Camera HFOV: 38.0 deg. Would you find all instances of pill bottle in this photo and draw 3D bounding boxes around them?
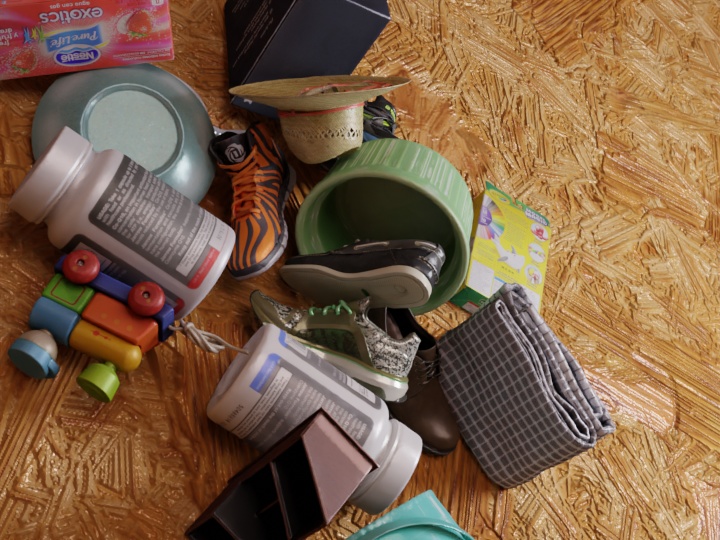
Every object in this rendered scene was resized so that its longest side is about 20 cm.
[{"bbox_3d":[-0.044,0.153,1.053,0.200,0.114,0.114,36,47,-10],"label":"pill bottle"},{"bbox_3d":[-0.235,-0.048,1.039,0.200,0.114,0.114,36,46,-20],"label":"pill bottle"}]

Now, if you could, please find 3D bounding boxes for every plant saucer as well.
[{"bbox_3d":[-0.246,-0.142,1.119,0.200,0.039,0.202,7,72,-21],"label":"plant saucer"}]

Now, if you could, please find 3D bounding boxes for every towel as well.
[{"bbox_3d":[0.168,0.134,1.182,0.085,0.166,0.200,-23,76,-36],"label":"towel"}]

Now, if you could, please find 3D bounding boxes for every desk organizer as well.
[{"bbox_3d":[-0.076,0.205,0.935,0.072,0.200,0.077,46,48,-1],"label":"desk organizer"}]

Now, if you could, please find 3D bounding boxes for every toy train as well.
[{"bbox_3d":[-0.218,0.075,0.980,0.200,0.085,0.116,26,59,6],"label":"toy train"}]

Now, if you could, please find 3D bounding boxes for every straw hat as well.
[{"bbox_3d":[-0.042,-0.161,1.144,0.201,0.201,0.085,-19,112,-42],"label":"straw hat"}]

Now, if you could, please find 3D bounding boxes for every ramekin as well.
[{"bbox_3d":[0.034,-0.053,1.194,0.200,0.200,0.098,36,39,-10],"label":"ramekin"}]

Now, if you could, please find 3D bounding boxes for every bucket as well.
[{"bbox_3d":[0.027,0.303,0.950,0.207,0.207,0.135,-20,70,-42],"label":"bucket"}]

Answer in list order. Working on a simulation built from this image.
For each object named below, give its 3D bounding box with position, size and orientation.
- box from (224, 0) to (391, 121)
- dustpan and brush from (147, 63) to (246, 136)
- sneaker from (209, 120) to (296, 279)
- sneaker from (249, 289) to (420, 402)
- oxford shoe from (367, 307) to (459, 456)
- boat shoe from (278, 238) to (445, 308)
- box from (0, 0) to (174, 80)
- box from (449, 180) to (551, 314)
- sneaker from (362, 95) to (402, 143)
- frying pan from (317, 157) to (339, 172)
[{"bbox_3d":[-0.072,-0.316,1.276,0.117,0.197,0.200,17,45,-27],"label":"box"},{"bbox_3d":[-0.198,-0.164,1.204,0.199,0.057,0.140,2,73,-23],"label":"dustpan and brush"},{"bbox_3d":[-0.130,-0.088,1.152,0.200,0.077,0.112,-87,156,-46],"label":"sneaker"},{"bbox_3d":[-0.022,0.059,1.121,0.200,0.089,0.077,28,4,3],"label":"sneaker"},{"bbox_3d":[0.059,0.117,1.163,0.073,0.084,0.200,-35,97,-41],"label":"oxford shoe"},{"bbox_3d":[0.000,0.000,1.143,0.072,0.200,0.068,55,48,-38],"label":"boat shoe"},{"bbox_3d":[-0.306,-0.279,1.112,0.199,0.095,0.103,-10,52,-11],"label":"box"},{"bbox_3d":[0.187,-0.019,1.380,0.117,0.048,0.200,30,50,-15],"label":"box"},{"bbox_3d":[0.012,-0.176,1.277,0.071,0.083,0.200,58,-6,-33],"label":"sneaker"},{"bbox_3d":[-0.012,-0.121,1.307,0.115,0.031,0.190,41,6,39],"label":"frying pan"}]
